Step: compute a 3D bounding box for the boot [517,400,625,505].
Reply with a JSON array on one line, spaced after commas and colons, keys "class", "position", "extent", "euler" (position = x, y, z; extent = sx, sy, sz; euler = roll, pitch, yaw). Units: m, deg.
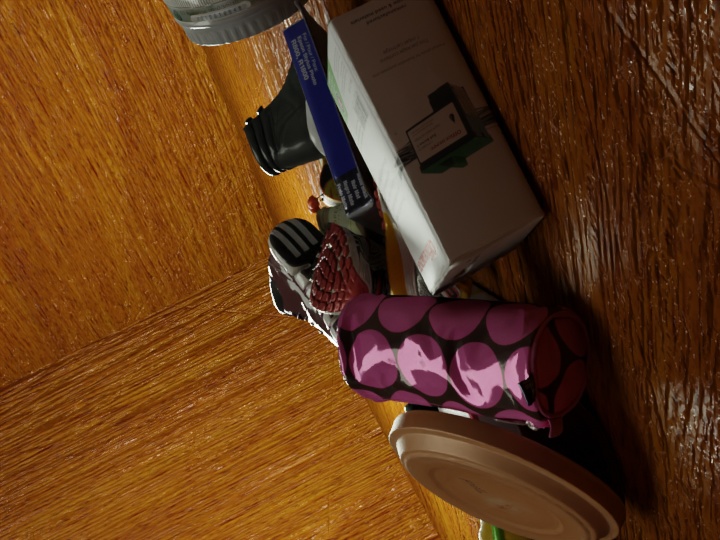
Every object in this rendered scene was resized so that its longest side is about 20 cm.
[{"class": "boot", "position": [0.164, 0.115, 1.055], "extent": [0.201, 0.074, 0.097], "euler": [55, -159, -12]}]

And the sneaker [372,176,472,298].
[{"class": "sneaker", "position": [0.060, -0.061, 1.134], "extent": [0.078, 0.081, 0.202], "euler": [-52, -46, -70]}]

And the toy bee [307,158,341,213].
[{"class": "toy bee", "position": [-0.021, -0.117, 1.382], "extent": [0.131, 0.108, 0.201], "euler": [76, 167, -55]}]

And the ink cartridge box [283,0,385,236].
[{"class": "ink cartridge box", "position": [-0.017, -0.141, 1.213], "extent": [0.200, 0.040, 0.201], "euler": [28, -138, -73]}]

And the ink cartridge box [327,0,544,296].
[{"class": "ink cartridge box", "position": [0.052, -0.095, 0.950], "extent": [0.201, 0.084, 0.146], "euler": [63, 174, 7]}]

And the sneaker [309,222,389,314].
[{"class": "sneaker", "position": [0.000, 0.000, 1.193], "extent": [0.200, 0.082, 0.078], "euler": [-95, 26, -78]}]

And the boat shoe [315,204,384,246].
[{"class": "boat shoe", "position": [0.003, 0.005, 1.382], "extent": [0.074, 0.062, 0.201], "euler": [-68, -28, -48]}]

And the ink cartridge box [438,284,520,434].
[{"class": "ink cartridge box", "position": [0.116, 0.100, 1.203], "extent": [0.200, 0.083, 0.146], "euler": [-141, 26, -76]}]

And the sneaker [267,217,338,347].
[{"class": "sneaker", "position": [-0.031, 0.044, 1.340], "extent": [0.200, 0.075, 0.116], "euler": [52, 152, 14]}]

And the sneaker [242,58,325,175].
[{"class": "sneaker", "position": [-0.079, -0.183, 1.341], "extent": [0.071, 0.099, 0.201], "euler": [50, -154, -41]}]

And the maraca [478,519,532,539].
[{"class": "maraca", "position": [0.177, 0.275, 1.204], "extent": [0.106, 0.137, 0.202], "euler": [-15, 92, 42]}]

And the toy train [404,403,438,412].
[{"class": "toy train", "position": [0.117, 0.173, 1.406], "extent": [0.200, 0.085, 0.114], "euler": [47, -171, -16]}]

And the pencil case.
[{"class": "pencil case", "position": [0.074, 0.069, 0.958], "extent": [0.199, 0.090, 0.095], "euler": [5, 102, 42]}]

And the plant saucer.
[{"class": "plant saucer", "position": [0.113, 0.173, 0.999], "extent": [0.199, 0.032, 0.201], "euler": [22, 158, 9]}]

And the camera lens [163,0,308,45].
[{"class": "camera lens", "position": [-0.147, -0.350, 1.249], "extent": [0.201, 0.159, 0.160], "euler": [68, 173, -31]}]
